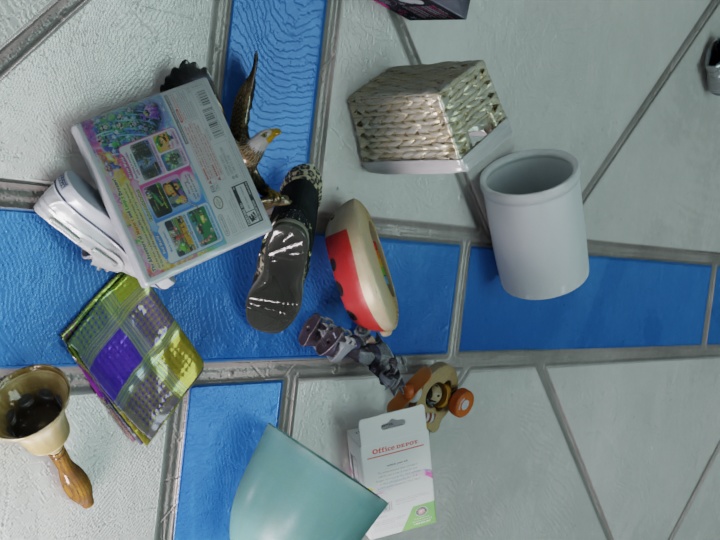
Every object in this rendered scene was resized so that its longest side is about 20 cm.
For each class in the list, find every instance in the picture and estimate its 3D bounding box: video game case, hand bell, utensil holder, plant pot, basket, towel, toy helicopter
[{"bbox_3d":[-0.217,-0.106,1.424,0.180,0.024,0.202,-26,93,-31],"label":"video game case"},{"bbox_3d":[-0.351,0.213,1.420,0.104,0.103,0.202,-51,144,-30],"label":"hand bell"},{"bbox_3d":[0.298,-0.077,2.046,0.170,0.168,0.203,-39,126,-38],"label":"utensil holder"},{"bbox_3d":[-0.087,0.331,1.664,0.162,0.199,0.200,-56,136,-7],"label":"plant pot"},{"bbox_3d":[0.097,-0.223,1.758,0.135,0.198,0.125,-39,120,-37],"label":"basket"},{"bbox_3d":[-0.277,0.105,1.516,0.144,0.023,0.201,-51,132,-29],"label":"towel"},{"bbox_3d":[0.086,0.231,1.934,0.201,0.078,0.133,-52,140,-13],"label":"toy helicopter"}]

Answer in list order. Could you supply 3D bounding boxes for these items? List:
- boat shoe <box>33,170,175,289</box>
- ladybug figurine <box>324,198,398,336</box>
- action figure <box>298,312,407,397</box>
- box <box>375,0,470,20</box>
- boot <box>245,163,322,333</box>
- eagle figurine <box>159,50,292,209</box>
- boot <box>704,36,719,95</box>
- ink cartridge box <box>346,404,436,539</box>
[{"bbox_3d":[-0.300,-0.035,1.433,0.065,0.074,0.200,-37,124,8],"label":"boat shoe"},{"bbox_3d":[0.000,0.000,1.745,0.136,0.071,0.203,31,41,-78],"label":"ladybug figurine"},{"bbox_3d":[0.006,0.118,1.785,0.199,0.130,0.070,22,109,-45],"label":"action figure"},{"bbox_3d":[0.070,-0.451,1.740,0.199,0.114,0.134,15,87,-50],"label":"box"},{"bbox_3d":[-0.098,-0.029,1.649,0.155,0.072,0.205,-79,-175,-47],"label":"boot"},{"bbox_3d":[-0.161,-0.164,1.543,0.152,0.149,0.202,62,3,-86],"label":"eagle figurine"},{"bbox_3d":[0.805,-0.481,2.630,0.201,0.073,0.096,-59,142,-22],"label":"boot"},{"bbox_3d":[0.046,0.297,1.867,0.115,0.067,0.203,-11,109,-16],"label":"ink cartridge box"}]
